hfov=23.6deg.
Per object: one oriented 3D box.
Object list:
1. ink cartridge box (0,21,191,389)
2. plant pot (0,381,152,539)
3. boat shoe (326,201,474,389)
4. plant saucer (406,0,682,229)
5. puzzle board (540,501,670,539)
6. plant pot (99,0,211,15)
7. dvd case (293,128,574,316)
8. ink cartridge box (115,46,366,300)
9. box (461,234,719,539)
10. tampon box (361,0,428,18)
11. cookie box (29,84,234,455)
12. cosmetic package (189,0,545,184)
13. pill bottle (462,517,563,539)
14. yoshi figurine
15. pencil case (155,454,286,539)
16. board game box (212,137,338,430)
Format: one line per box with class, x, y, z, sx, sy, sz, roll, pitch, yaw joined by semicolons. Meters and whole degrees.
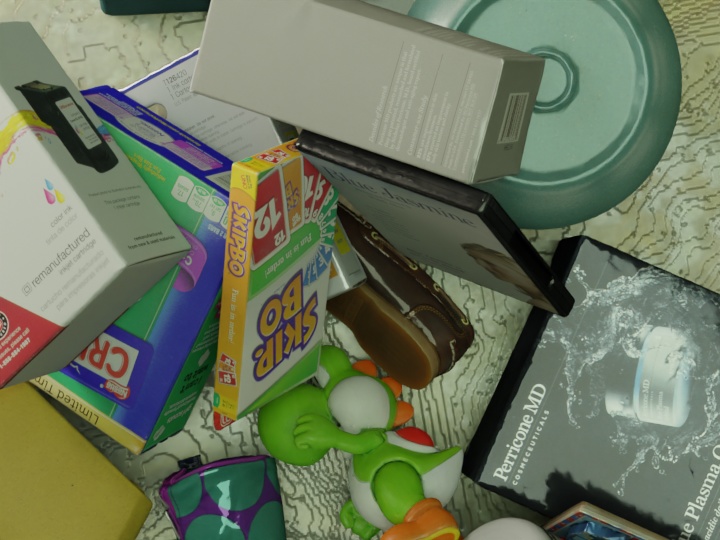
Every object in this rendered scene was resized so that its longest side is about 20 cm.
ink cartridge box;-0.233;-0.045;1.149;0.146;0.083;0.200;-41;80;26
plant pot;-0.257;0.181;1.216;0.200;0.200;0.176;43;78;-1
boat shoe;0.000;0.000;1.287;0.200;0.070;0.070;48;51;4
plant saucer;0.121;-0.127;1.156;0.200;0.036;0.200;0;93;-3
puzzle board;0.196;0.216;1.224;0.151;0.200;0.017;24;71;-2
plant pot;-0.125;-0.268;1.214;0.141;0.200;0.141;-3;90;-3
dvd case;0.054;-0.029;1.148;0.143;0.200;0.018;22;79;28
ink cartridge box;-0.124;-0.042;1.256;0.198;0.047;0.200;-24;89;23
box;0.204;0.102;1.266;0.200;0.117;0.197;24;89;-1
tampon box;0.051;-0.151;1.244;0.200;0.150;0.126;-17;92;-3
cookie box;-0.167;-0.002;1.214;0.171;0.075;0.200;31;110;15
cosmetic package;0.005;-0.125;1.096;0.200;0.107;0.090;17;103;20
pill bottle;0.151;0.256;1.182;0.200;0.112;0.112;33;88;-31
yoshi figurine;-0.008;0.144;1.241;0.112;0.112;0.200;-58;47;29
pencil case;-0.095;0.236;1.267;0.092;0.085;0.200;-9;89;-17
board game box;-0.057;0.011;1.162;0.030;0.096;0.200;25;121;28
